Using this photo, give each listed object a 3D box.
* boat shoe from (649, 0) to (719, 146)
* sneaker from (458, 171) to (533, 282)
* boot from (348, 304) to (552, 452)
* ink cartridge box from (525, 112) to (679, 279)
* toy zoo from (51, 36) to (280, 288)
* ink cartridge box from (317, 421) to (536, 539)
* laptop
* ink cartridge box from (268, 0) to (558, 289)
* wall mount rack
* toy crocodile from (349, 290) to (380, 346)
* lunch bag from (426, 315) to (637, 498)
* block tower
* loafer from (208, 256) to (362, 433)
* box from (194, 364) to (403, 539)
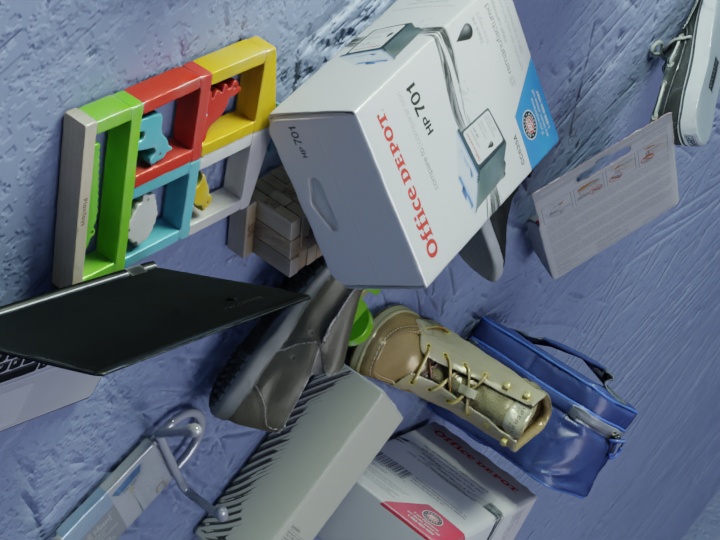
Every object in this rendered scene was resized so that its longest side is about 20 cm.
[{"bbox_3d":[0.343,-0.220,1.613,0.074,0.068,0.200,37,62,-54],"label":"boat shoe"},{"bbox_3d":[0.125,-0.071,1.390,0.099,0.071,0.200,-43,148,-17],"label":"sneaker"},{"bbox_3d":[0.088,0.104,1.429,0.073,0.155,0.200,-59,155,6],"label":"boot"},{"bbox_3d":[0.240,-0.085,1.551,0.161,0.050,0.200,-31,151,-1],"label":"ink cartridge box"},{"bbox_3d":[-0.117,-0.075,1.008,0.200,0.020,0.131,-31,145,-43],"label":"toy zoo"},{"bbox_3d":[0.064,0.243,1.563,0.200,0.145,0.084,-13,133,-56],"label":"ink cartridge box"},{"bbox_3d":[-0.165,0.069,0.940,0.187,0.116,0.200,-19,148,-52],"label":"laptop"},{"bbox_3d":[0.044,-0.101,1.105,0.200,0.086,0.147,-48,126,-39],"label":"ink cartridge box"},{"bbox_3d":[-0.169,0.181,1.152,0.200,0.074,0.174,-47,153,-21],"label":"wall mount rack"},{"bbox_3d":[0.000,0.000,1.274,0.200,0.062,0.068,-51,155,-1],"label":"toy crocodile"},{"bbox_3d":[0.189,0.138,1.604,0.133,0.200,0.136,-60,150,2],"label":"lunch bag"},{"bbox_3d":[-0.012,-0.067,1.166,0.200,0.058,0.054,-35,146,-37],"label":"block tower"},{"bbox_3d":[-0.038,0.045,1.209,0.200,0.070,0.075,-52,-163,8],"label":"loafer"},{"bbox_3d":[-0.052,0.181,1.372,0.200,0.068,0.082,-52,155,-10],"label":"box"}]
